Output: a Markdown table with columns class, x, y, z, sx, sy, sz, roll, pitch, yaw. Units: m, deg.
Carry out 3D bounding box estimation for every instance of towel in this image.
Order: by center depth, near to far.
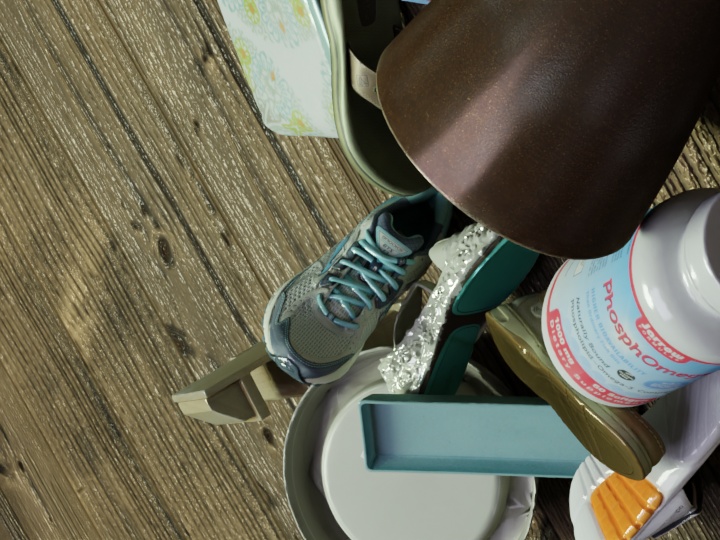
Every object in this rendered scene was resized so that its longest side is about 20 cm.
| class | x | y | z | sx | sy | sz | roll | pitch | yaw |
| --- | --- | --- | --- | --- | --- | --- | --- | --- | --- |
| towel | -0.048 | -0.193 | 1.840 | 0.171 | 0.048 | 0.201 | 12 | 126 | 61 |

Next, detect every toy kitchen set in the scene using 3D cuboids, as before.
| class | x | y | z | sx | sy | sz | roll | pitch | yaw |
| --- | --- | --- | --- | --- | --- | --- | --- | --- | --- |
| toy kitchen set | -0.034 | 0.140 | 1.999 | 0.200 | 0.163 | 0.181 | -11 | 105 | 63 |

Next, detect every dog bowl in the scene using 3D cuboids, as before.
| class | x | y | z | sx | sy | sz | roll | pitch | yaw |
| --- | --- | --- | --- | --- | --- | --- | --- | --- | --- |
| dog bowl | 0.044 | 0.150 | 1.858 | 0.199 | 0.059 | 0.202 | 3 | 98 | 19 |

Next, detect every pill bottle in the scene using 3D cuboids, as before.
| class | x | y | z | sx | sy | sz | roll | pitch | yaw |
| --- | --- | --- | --- | --- | --- | --- | --- | --- | --- |
| pill bottle | 0.199 | 0.013 | 1.519 | 0.109 | 0.108 | 0.200 | 60 | 154 | 3 |

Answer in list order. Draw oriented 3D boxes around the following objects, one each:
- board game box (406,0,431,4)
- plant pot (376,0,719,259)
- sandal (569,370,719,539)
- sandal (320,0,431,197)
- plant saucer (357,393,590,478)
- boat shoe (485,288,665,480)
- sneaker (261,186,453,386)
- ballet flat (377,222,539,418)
| class | x | y | z | sx | sy | sz | roll | pitch | yaw |
| --- | --- | --- | --- | --- | --- | --- | --- | --- | --- |
| board game box | 0.072 | -0.268 | 1.484 | 0.200 | 0.036 | 0.152 | 138 | 133 | -64 |
| plant pot | 0.137 | -0.142 | 1.416 | 0.187 | 0.186 | 0.200 | 51 | 128 | 19 |
| sandal | 0.214 | 0.133 | 1.663 | 0.207 | 0.059 | 0.080 | -50 | 39 | 43 |
| sandal | 0.019 | -0.142 | 1.737 | 0.057 | 0.080 | 0.202 | 11 | 125 | 40 |
| plant saucer | 0.099 | 0.117 | 1.760 | 0.199 | 0.019 | 0.070 | 2 | 129 | 10 |
| boat shoe | 0.155 | 0.067 | 1.665 | 0.200 | 0.066 | 0.074 | 48 | 168 | 50 |
| sneaker | 0.000 | 0.000 | 1.776 | 0.077 | 0.200 | 0.086 | 39 | 140 | 1 |
| ballet flat | 0.064 | 0.019 | 1.752 | 0.072 | 0.072 | 0.201 | 46 | 125 | 28 |
